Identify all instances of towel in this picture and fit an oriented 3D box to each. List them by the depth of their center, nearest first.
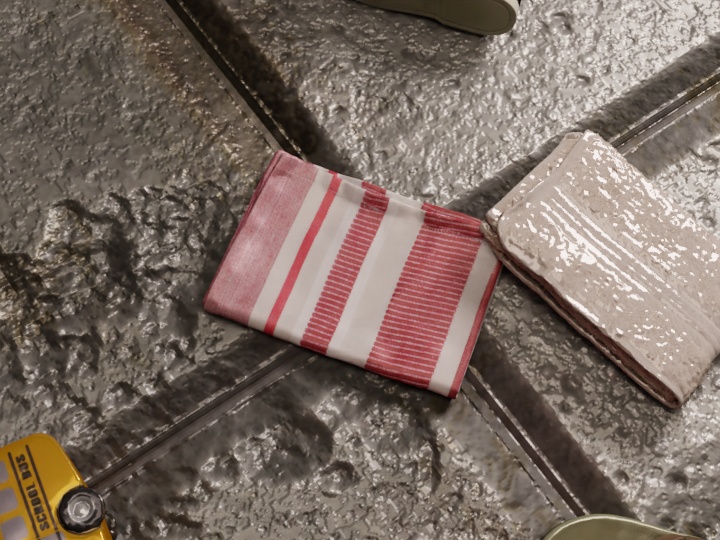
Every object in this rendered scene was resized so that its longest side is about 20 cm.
[{"bbox_3d":[0.198,-0.008,0.911,0.200,0.034,0.133,42,67,10],"label":"towel"},{"bbox_3d":[0.000,0.000,0.916,0.200,0.023,0.144,19,66,6],"label":"towel"}]

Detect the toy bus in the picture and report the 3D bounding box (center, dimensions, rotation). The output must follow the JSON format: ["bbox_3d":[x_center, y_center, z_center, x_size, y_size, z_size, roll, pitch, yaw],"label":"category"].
[{"bbox_3d":[-0.184,0.206,0.784,0.078,0.065,0.200,-22,67,-12],"label":"toy bus"}]

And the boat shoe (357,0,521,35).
[{"bbox_3d":[0.042,-0.260,1.013,0.199,0.075,0.066,17,63,5],"label":"boat shoe"}]

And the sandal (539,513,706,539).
[{"bbox_3d":[0.213,0.204,0.807,0.201,0.057,0.080,9,64,2],"label":"sandal"}]
